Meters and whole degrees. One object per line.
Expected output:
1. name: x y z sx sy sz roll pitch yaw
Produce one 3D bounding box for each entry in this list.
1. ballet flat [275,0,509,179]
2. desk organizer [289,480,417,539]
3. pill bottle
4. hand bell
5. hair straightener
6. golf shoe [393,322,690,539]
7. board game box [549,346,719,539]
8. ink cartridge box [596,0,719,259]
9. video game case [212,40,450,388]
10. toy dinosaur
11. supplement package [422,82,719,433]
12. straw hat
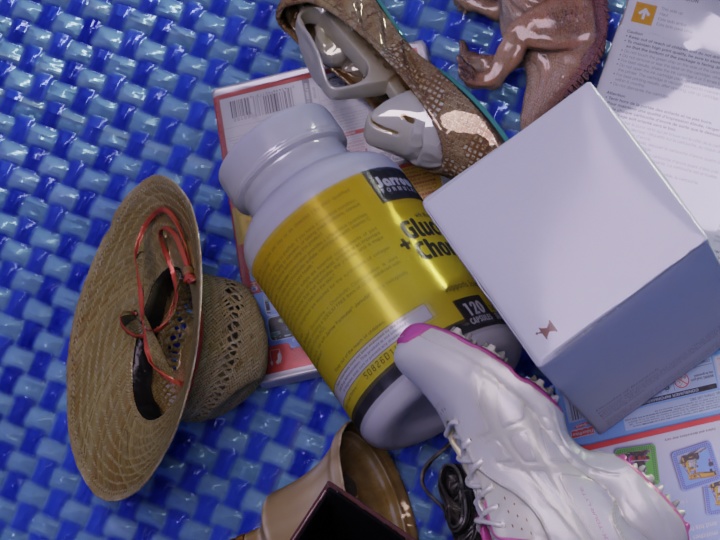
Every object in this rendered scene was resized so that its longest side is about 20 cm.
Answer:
1. ballet flat: 0.016 -0.110 1.698 0.065 0.071 0.200 -28 59 -24
2. desk organizer: 0.031 0.204 1.501 0.200 0.077 0.072 31 52 33
3. pill bottle: 0.000 0.000 1.650 0.112 0.112 0.200 -35 70 1
4. hand bell: -0.076 0.171 1.663 0.200 0.104 0.104 -20 70 19
5. hair straightener: 0.070 0.146 1.607 0.077 0.041 0.200 -11 41 -2
6. golf shoe: 0.086 0.112 1.519 0.200 0.075 0.092 40 77 11
7. board game box: 0.206 0.148 1.619 0.151 0.037 0.200 -14 72 10
8. ink cartridge box: 0.234 -0.072 1.673 0.196 0.043 0.200 16 78 19
9. video game case: -0.011 -0.036 1.732 0.143 0.017 0.200 -12 72 9
10. toy dinosaur: 0.124 -0.171 1.708 0.135 0.086 0.200 -7 77 5
11. supplement package: 0.132 -0.002 1.552 0.117 0.200 0.117 -36 70 4
12. straw hat: -0.103 0.047 1.689 0.085 0.201 0.201 9 72 -29
